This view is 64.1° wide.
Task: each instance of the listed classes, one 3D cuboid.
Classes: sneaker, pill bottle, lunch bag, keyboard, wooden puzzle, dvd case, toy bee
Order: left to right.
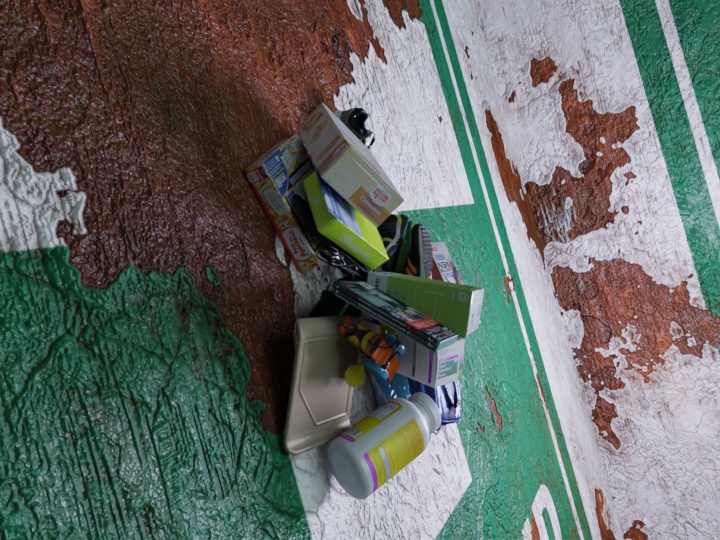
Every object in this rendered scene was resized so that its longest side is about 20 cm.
[{"bbox_3d":[-0.062,0.177,0.937,0.184,0.036,0.205,3,91,-60],"label":"wooden puzzle"},{"bbox_3d":[-0.057,-0.044,1.019,0.199,0.039,0.105,39,23,-45],"label":"keyboard"},{"bbox_3d":[-0.034,0.079,1.054,0.200,0.070,0.084,-44,125,-47],"label":"sneaker"},{"bbox_3d":[-0.009,-0.264,1.237,0.073,0.086,0.205,19,60,-56],"label":"sneaker"},{"bbox_3d":[0.020,0.118,0.950,0.131,0.108,0.202,-47,163,-34],"label":"toy bee"},{"bbox_3d":[0.050,-0.065,1.247,0.201,0.081,0.073,-67,171,-59],"label":"sneaker"},{"bbox_3d":[0.046,0.286,0.974,0.198,0.103,0.106,-25,98,-35],"label":"pill bottle"},{"bbox_3d":[0.061,0.260,1.117,0.075,0.081,0.203,-3,56,-31],"label":"sneaker"},{"bbox_3d":[0.057,0.070,0.939,0.022,0.197,0.146,-63,161,8],"label":"dvd case"},{"bbox_3d":[0.103,0.007,1.190,0.070,0.088,0.206,-8,93,-69],"label":"sneaker"},{"bbox_3d":[0.139,0.239,1.202,0.135,0.130,0.205,20,58,-55],"label":"lunch bag"}]

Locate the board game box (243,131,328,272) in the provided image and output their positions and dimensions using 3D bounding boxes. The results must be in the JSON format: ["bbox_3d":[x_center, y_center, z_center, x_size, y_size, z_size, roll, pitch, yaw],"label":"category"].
[{"bbox_3d":[-0.110,-0.124,1.030,0.203,0.045,0.152,63,30,-20],"label":"board game box"}]

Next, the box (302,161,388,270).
[{"bbox_3d":[-0.030,-0.093,1.027,0.199,0.047,0.124,35,28,-50],"label":"box"}]

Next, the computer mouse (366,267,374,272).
[{"bbox_3d":[0.000,0.000,1.169,0.203,0.043,0.110,65,27,-22],"label":"computer mouse"}]

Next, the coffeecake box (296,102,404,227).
[{"bbox_3d":[-0.021,-0.193,1.037,0.153,0.073,0.201,39,16,-37],"label":"coffeecake box"}]

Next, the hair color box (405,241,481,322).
[{"bbox_3d":[0.183,0.040,1.265,0.110,0.063,0.204,-7,72,-62],"label":"hair color box"}]

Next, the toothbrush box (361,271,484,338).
[{"bbox_3d":[0.119,0.059,1.072,0.145,0.196,0.088,0,101,-70],"label":"toothbrush box"}]

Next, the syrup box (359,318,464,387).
[{"bbox_3d":[0.092,0.145,1.069,0.078,0.198,0.084,-6,104,-41],"label":"syrup box"}]

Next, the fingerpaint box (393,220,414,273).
[{"bbox_3d":[0.127,0.018,1.352,0.167,0.072,0.204,45,40,-41],"label":"fingerpaint box"}]
